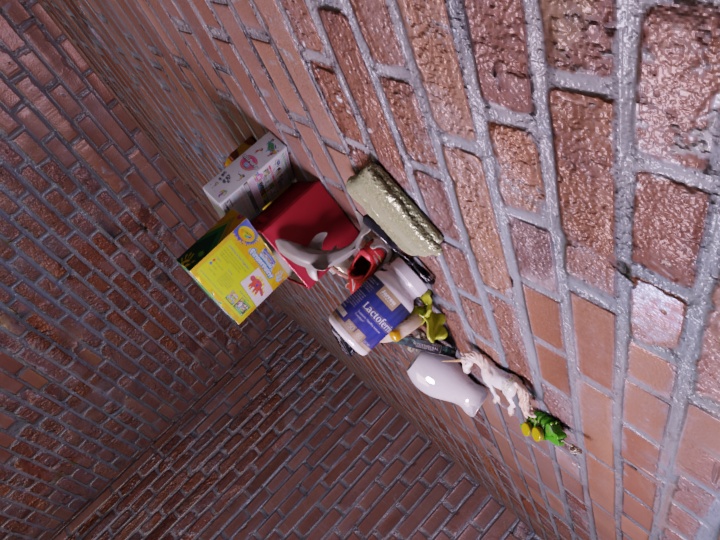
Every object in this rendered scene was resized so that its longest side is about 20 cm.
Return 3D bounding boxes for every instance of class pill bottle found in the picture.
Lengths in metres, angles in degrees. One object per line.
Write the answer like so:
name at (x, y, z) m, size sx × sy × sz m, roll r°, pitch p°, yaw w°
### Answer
pill bottle at (0.040, 0.073, 1.180) m, size 0.116 × 0.200 × 0.116 m, roll 46°, pitch 179°, yaw 1°

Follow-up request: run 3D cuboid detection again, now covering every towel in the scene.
towel at (0.059, -0.101, 1.000) m, size 0.200 × 0.036 × 0.148 m, roll 49°, pitch 165°, yaw -10°

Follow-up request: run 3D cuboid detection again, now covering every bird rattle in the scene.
bird rattle at (0.092, 0.107, 1.270) m, size 0.200 × 0.163 × 0.113 m, roll 7°, pitch 121°, yaw 55°

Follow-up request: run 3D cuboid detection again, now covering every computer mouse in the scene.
computer mouse at (0.083, -0.046, 1.113) m, size 0.200 × 0.034 × 0.059 m, roll 42°, pitch -177°, yaw -15°

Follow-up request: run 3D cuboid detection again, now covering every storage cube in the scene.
storage cube at (-0.137, -0.089, 1.317) m, size 0.200 × 0.180 × 0.171 m, roll 50°, pitch 166°, yaw -21°

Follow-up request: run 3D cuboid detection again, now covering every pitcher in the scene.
pitcher at (0.226, 0.287, 1.481) m, size 0.200 × 0.121 × 0.172 m, roll 34°, pitch 179°, yaw 3°

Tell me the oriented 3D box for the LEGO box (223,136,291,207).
LEGO box at (-0.260, -0.238, 1.467) m, size 0.200 × 0.077 × 0.149 m, roll 49°, pitch 166°, yaw -13°

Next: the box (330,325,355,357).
box at (-0.005, 0.165, 1.691) m, size 0.044 × 0.160 × 0.200 m, roll 38°, pitch 165°, yaw 23°

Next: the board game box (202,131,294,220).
board game box at (-0.251, -0.201, 1.284) m, size 0.064 × 0.200 × 0.148 m, roll 42°, pitch 165°, yaw 15°

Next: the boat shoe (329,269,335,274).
boat shoe at (-0.103, -0.073, 1.506) m, size 0.200 × 0.062 × 0.072 m, roll 52°, pitch 165°, yaw -24°

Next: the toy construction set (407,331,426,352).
toy construction set at (0.086, 0.155, 1.533) m, size 0.200 × 0.092 × 0.131 m, roll 26°, pitch 133°, yaw 36°

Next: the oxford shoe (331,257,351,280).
oxford shoe at (-0.052, -0.030, 1.468) m, size 0.200 × 0.074 × 0.071 m, roll 28°, pitch -173°, yaw -21°

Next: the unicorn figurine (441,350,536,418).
unicorn figurine at (0.299, 0.245, 1.231) m, size 0.200 × 0.074 × 0.138 m, roll 6°, pitch 130°, yaw 48°

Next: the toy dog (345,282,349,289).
toy dog at (0.018, 0.055, 1.413) m, size 0.132 × 0.096 × 0.200 m, roll 34°, pitch 156°, yaw 34°

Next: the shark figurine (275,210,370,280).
shark figurine at (-0.062, -0.034, 1.186) m, size 0.090 × 0.214 × 0.128 m, roll -95°, pitch -14°, yaw -66°

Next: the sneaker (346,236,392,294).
sneaker at (0.000, 0.000, 1.250) m, size 0.077 × 0.085 × 0.200 m, roll 44°, pitch 144°, yaw 17°

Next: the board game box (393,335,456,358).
board game box at (0.124, 0.175, 1.369) m, size 0.200 × 0.028 × 0.135 m, roll 12°, pitch 174°, yaw 26°

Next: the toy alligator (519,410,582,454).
toy alligator at (0.408, 0.341, 1.202) m, size 0.200 × 0.059 × 0.054 m, roll 177°, pitch 90°, yaw -72°

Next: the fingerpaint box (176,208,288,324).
fingerpaint box at (-0.281, -0.007, 1.247) m, size 0.073 × 0.167 × 0.200 m, roll 30°, pitch 160°, yaw 42°
